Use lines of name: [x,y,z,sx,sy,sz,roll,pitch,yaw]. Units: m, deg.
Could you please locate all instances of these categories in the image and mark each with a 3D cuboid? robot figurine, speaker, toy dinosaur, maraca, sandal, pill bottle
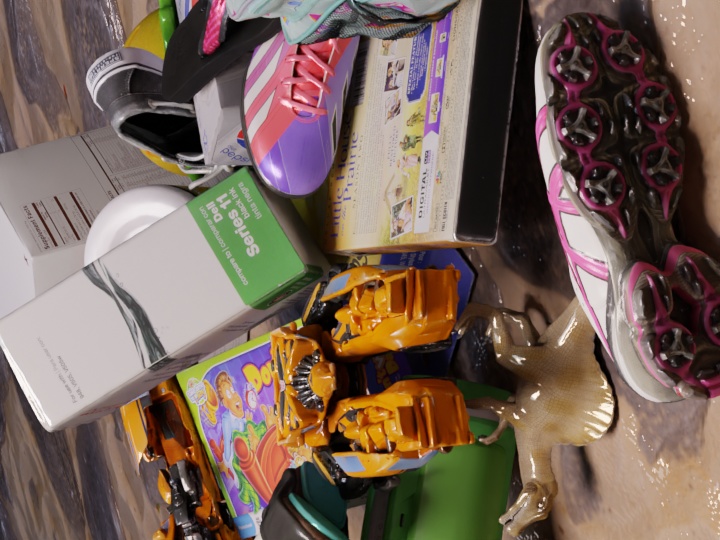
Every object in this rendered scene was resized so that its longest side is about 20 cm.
robot figurine: [0.000,0.061,0.987,0.200,0.058,0.145,-21,71,62]
speaker: [0.046,0.170,1.046,0.088,0.088,0.200,166,115,-68]
toy dinosaur: [0.108,0.054,0.970,0.101,0.058,0.200,31,122,28]
robot figurine: [-0.134,0.150,1.273,0.145,0.058,0.200,30,-140,-72]
maraca: [-0.141,-0.154,1.304,0.200,0.107,0.137,86,172,-58]
sandal: [-0.088,-0.169,1.054,0.200,0.045,0.075,-36,45,46]
pill bottle: [-0.128,-0.010,1.295,0.200,0.112,0.112,-8,-100,-76]

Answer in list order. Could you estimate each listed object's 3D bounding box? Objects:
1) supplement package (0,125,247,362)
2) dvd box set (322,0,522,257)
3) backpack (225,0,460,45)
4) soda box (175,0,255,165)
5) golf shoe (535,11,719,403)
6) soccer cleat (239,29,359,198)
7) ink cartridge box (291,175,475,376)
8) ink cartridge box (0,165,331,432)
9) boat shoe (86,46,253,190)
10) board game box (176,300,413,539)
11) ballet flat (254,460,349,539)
supplement package: [-0.216,-0.011,1.478,0.147,0.200,0.191,53,150,40]
dvd box set: [0.033,-0.083,1.000,0.200,0.029,0.147,174,103,-67]
backpack: [0.002,-0.218,0.887,0.200,0.153,0.176,-10,87,59]
soda box: [-0.087,-0.169,1.171,0.063,0.068,0.200,113,151,-52]
golf shoe: [0.124,-0.028,0.835,0.092,0.073,0.200,-16,91,69]
soccer cleat: [-0.029,-0.146,1.048,0.073,0.068,0.200,160,120,-66]
ink cartridge box: [0.000,0.000,1.185,0.198,0.047,0.200,102,147,-47]
ink cartridge box: [-0.128,0.020,1.117,0.083,0.200,0.147,59,-176,4]
boat shoe: [-0.112,-0.100,1.214,0.199,0.074,0.068,28,-150,-54]
board game box: [-0.038,0.105,1.179,0.200,0.045,0.135,-25,86,48]
ballet flat: [-0.037,0.173,1.047,0.068,0.068,0.200,40,-179,-1]
